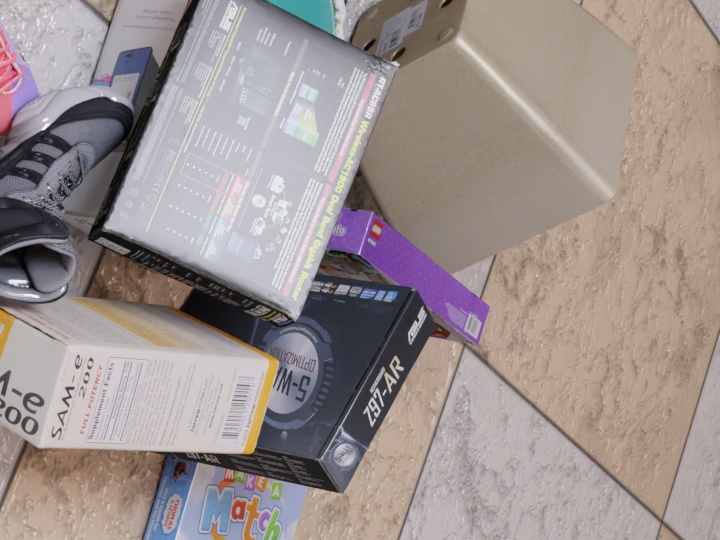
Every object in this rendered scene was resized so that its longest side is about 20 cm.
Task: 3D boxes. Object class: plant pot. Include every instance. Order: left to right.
[{"bbox_3d":[0.092,-0.145,1.700,0.177,0.199,0.200,47,37,-27],"label":"plant pot"}]

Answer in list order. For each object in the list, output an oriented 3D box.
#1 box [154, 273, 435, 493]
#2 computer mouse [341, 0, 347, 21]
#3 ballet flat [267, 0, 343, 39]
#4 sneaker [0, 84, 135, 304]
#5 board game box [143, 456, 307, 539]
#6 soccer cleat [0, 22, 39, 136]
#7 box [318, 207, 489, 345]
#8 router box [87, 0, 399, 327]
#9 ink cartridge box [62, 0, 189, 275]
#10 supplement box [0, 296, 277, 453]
[{"bbox_3d":[-0.064,0.075,1.535,0.161,0.199,0.044,-59,139,-28],"label":"box"},{"bbox_3d":[-0.043,-0.194,1.625,0.044,0.110,0.201,32,72,-12],"label":"computer mouse"},{"bbox_3d":[-0.046,-0.132,1.507,0.072,0.071,0.201,-15,110,-53],"label":"ballet flat"},{"bbox_3d":[-0.208,-0.044,1.355,0.200,0.114,0.076,-33,149,-32],"label":"sneaker"},{"bbox_3d":[-0.121,0.248,1.627,0.151,0.036,0.201,31,70,-52],"label":"board game box"},{"bbox_3d":[-0.257,-0.157,1.326,0.067,0.076,0.200,-60,139,-28],"label":"soccer cleat"},{"bbox_3d":[0.000,0.000,1.665,0.200,0.136,0.039,37,67,-51],"label":"box"},{"bbox_3d":[-0.080,-0.082,1.411,0.149,0.062,0.201,25,76,-13],"label":"router box"},{"bbox_3d":[-0.127,-0.106,1.511,0.145,0.087,0.201,33,71,-52],"label":"ink cartridge box"},{"bbox_3d":[-0.173,0.070,1.409,0.199,0.126,0.074,8,102,-48],"label":"supplement box"}]
